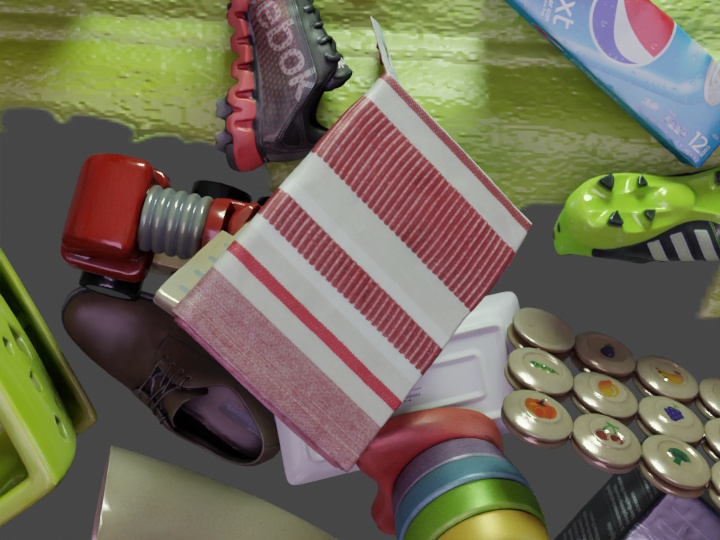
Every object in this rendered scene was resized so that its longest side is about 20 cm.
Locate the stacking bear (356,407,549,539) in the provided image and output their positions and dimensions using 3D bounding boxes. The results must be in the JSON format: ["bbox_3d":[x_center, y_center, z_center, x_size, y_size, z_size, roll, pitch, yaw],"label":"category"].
[{"bbox_3d":[0.082,0.202,0.877,0.112,0.201,0.122,-20,133,-5],"label":"stacking bear"}]

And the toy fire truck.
[{"bbox_3d":[-0.122,-0.016,0.856,0.174,0.200,0.130,14,78,2],"label":"toy fire truck"}]

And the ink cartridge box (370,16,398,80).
[{"bbox_3d":[0.017,-0.066,0.874,0.047,0.160,0.203,-14,97,5],"label":"ink cartridge box"}]

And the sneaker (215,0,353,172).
[{"bbox_3d":[-0.053,-0.171,0.909,0.097,0.071,0.203,2,101,4],"label":"sneaker"}]

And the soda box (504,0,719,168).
[{"bbox_3d":[0.180,-0.163,0.893,0.200,0.068,0.064,41,100,-2],"label":"soda box"}]

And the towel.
[{"bbox_3d":[0.000,0.000,0.771,0.144,0.023,0.200,44,74,-15],"label":"towel"}]

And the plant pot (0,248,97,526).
[{"bbox_3d":[-0.317,0.091,0.912,0.198,0.182,0.201,-30,96,8],"label":"plant pot"}]

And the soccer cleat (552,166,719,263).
[{"bbox_3d":[0.233,-0.035,0.914,0.197,0.081,0.068,2,70,-15],"label":"soccer cleat"}]

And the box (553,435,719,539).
[{"bbox_3d":[0.229,0.266,0.928,0.200,0.124,0.197,40,101,-2],"label":"box"}]

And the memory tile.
[{"bbox_3d":[0.195,0.097,0.892,0.198,0.154,0.017,19,121,0],"label":"memory tile"}]

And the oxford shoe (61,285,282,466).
[{"bbox_3d":[-0.140,0.076,0.946,0.199,0.084,0.073,32,101,1],"label":"oxford shoe"}]

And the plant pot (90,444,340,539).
[{"bbox_3d":[-0.103,0.239,0.932,0.197,0.187,0.190,11,100,-11],"label":"plant pot"}]

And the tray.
[{"bbox_3d":[0.033,0.088,0.943,0.197,0.022,0.109,-12,97,-8],"label":"tray"}]
